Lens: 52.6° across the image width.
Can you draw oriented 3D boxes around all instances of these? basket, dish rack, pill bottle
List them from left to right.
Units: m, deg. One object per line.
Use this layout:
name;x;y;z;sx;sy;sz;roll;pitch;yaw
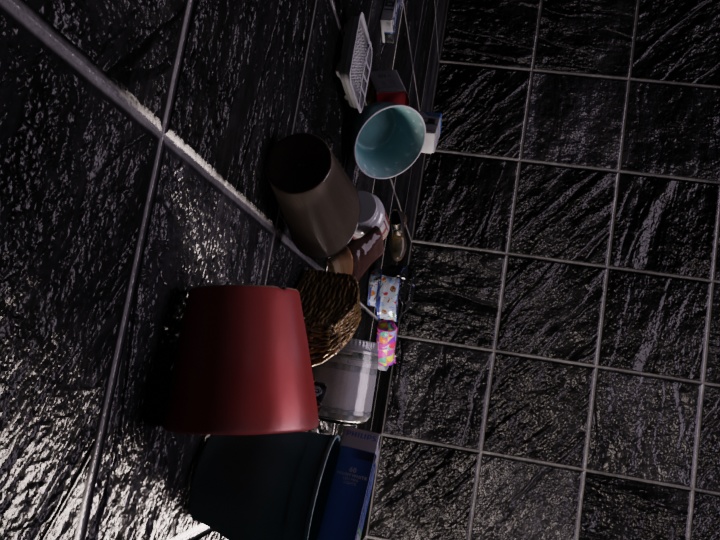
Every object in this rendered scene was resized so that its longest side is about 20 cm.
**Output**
basket;-0.084;-0.138;1.265;0.200;0.136;0.181;63;32;-68
basket;-0.072;0.111;1.495;0.200;0.142;0.149;-67;162;-57
dish rack;-0.015;-0.471;1.660;0.200;0.043;0.172;59;41;-76
pill bottle;0.012;-0.139;1.896;0.200;0.112;0.112;55;43;-76

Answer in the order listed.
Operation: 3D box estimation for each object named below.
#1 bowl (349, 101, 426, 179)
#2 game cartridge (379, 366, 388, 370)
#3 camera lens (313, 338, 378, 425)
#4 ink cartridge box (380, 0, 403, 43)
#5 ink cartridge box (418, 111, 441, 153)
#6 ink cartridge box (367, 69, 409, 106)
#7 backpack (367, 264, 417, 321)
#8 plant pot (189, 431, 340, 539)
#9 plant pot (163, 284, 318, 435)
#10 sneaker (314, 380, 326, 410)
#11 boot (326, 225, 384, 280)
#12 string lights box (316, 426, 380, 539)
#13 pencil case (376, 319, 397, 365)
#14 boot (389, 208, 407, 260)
bowl;0.053;-0.341;1.831;0.105;0.200;0.201;-128;-150;-46
game cartridge;0.106;0.366;3.159;0.200;0.041;0.134;28;66;-80
camera lens;-0.044;0.263;1.746;0.160;0.160;0.200;47;52;-78
ink cartridge box;0.095;-0.767;2.104;0.099;0.039;0.200;74;25;-67
ink cartridge box;0.225;-0.530;2.770;0.200;0.145;0.084;-69;164;-54
ink cartridge box;0.071;-0.407;1.953;0.176;0.084;0.200;-105;-168;-50
backpack;0.102;0.079;2.528;0.200;0.154;0.191;-17;109;-71
plant pot;-0.144;0.326;1.085;0.200;0.188;0.201;10;90;-83
plant pot;-0.149;0.112;0.931;0.200;0.200;0.178;38;52;-79
sneaker;-0.119;0.204;1.381;0.078;0.112;0.200;-72;166;-50
boot;0.000;0.000;1.842;0.166;0.072;0.200;-34;139;-23
string lights box;-0.018;0.356;1.128;0.103;0.059;0.200;89;14;-59
pencil case;0.105;0.293;2.940;0.088;0.088;0.200;-71;165;-51
boot;0.137;-0.143;2.847;0.097;0.075;0.200;37;53;-66
